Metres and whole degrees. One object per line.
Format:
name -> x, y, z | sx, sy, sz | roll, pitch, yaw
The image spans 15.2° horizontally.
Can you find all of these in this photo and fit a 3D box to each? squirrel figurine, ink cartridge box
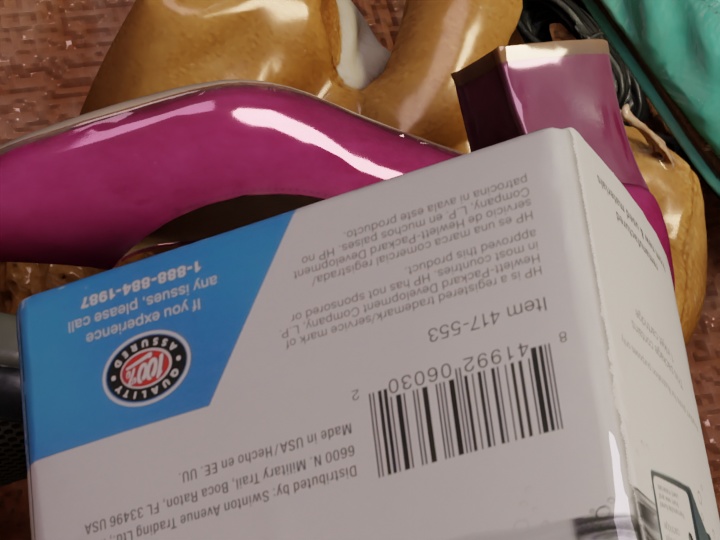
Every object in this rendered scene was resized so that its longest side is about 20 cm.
squirrel figurine -> 0.000, 0.000, 0.796 | 0.187, 0.142, 0.200 | 33, 71, 1
ink cartridge box -> 0.008, 0.088, 0.612 | 0.146, 0.086, 0.200 | -17, 62, 18

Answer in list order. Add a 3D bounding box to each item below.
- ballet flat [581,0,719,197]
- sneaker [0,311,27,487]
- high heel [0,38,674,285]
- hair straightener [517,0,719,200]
ballet flat -> 0.077, -0.111, 0.799 | 0.070, 0.067, 0.200 | -40, 102, 12
sneaker -> -0.153, 0.071, 0.720 | 0.199, 0.076, 0.114 | -6, 63, 12
high heel -> -0.012, 0.000, 0.690 | 0.200, 0.067, 0.096 | -11, 84, -16
hair straightener -> 0.094, -0.062, 0.887 | 0.077, 0.041, 0.200 | -29, 65, -25
